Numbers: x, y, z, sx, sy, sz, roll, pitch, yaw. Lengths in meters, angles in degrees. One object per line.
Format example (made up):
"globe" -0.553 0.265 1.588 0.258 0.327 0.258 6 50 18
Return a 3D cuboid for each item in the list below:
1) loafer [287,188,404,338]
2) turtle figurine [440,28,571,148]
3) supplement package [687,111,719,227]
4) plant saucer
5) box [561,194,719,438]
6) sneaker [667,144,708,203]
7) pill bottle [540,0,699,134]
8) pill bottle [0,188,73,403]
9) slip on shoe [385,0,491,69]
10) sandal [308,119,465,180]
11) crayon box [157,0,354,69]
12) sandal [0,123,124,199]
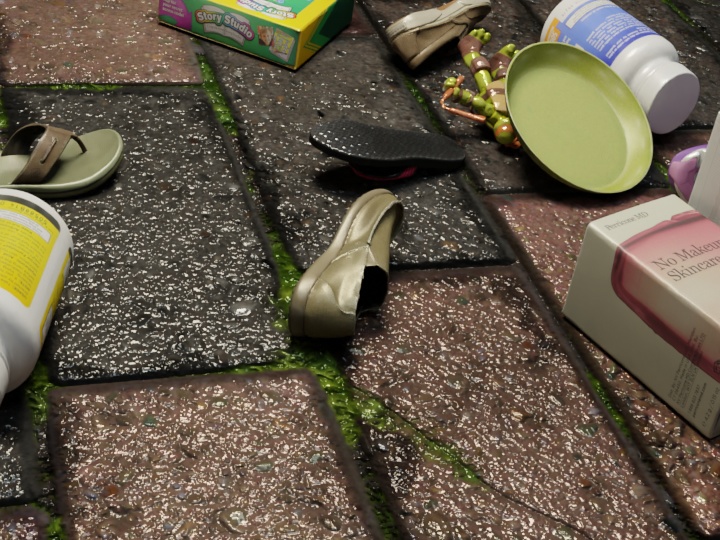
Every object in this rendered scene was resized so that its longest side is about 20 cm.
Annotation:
"loafer" 0.000 0.000 1.201 0.067 0.077 0.201 21 47 14
"turtle figurine" 0.169 -0.200 1.521 0.197 0.065 0.163 12 48 -21
"supplement package" 0.391 -0.051 1.255 0.108 0.202 0.114 -17 44 -32
"plant saucer" 0.242 -0.168 1.469 0.197 0.031 0.203 14 57 -22
"box" 0.305 0.037 1.192 0.127 0.110 0.200 -18 44 -33
"sneaker" 0.420 -0.117 1.469 0.197 0.082 0.089 -4 31 -28
"pill bottle" 0.320 -0.253 1.593 0.111 0.113 0.200 -12 41 -29
"pill bottle" -0.304 0.031 1.041 0.109 0.113 0.201 8 35 -4
"slip on shoe" 0.110 -0.307 1.664 0.199 0.076 0.061 -27 89 -51
"sandal" 0.030 -0.123 1.408 0.198 0.045 0.075 2 39 -37
"crayon box" -0.129 -0.340 1.644 0.198 0.059 0.173 21 38 15
"sandal" -0.325 -0.111 1.277 0.199 0.058 0.080 -14 42 -30
